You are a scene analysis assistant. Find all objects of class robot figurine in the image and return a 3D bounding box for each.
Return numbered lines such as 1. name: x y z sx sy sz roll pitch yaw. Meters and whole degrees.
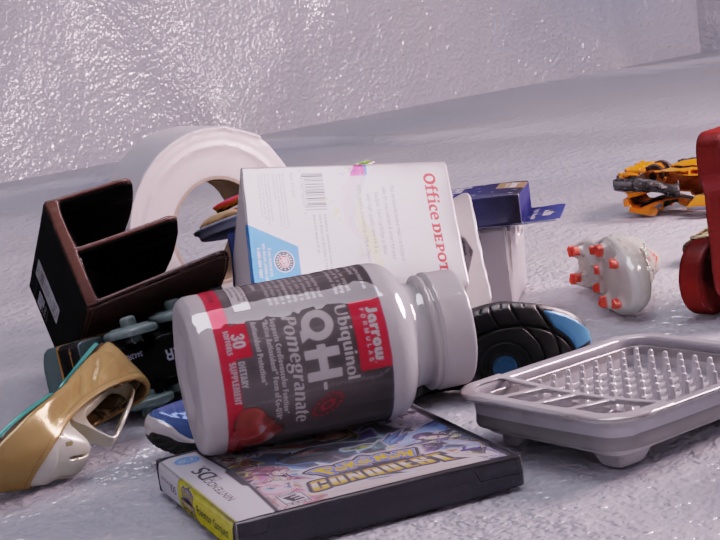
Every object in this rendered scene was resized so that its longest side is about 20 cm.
1. robot figurine: 0.394 -0.100 2.081 0.198 0.059 0.145 -1 12 30

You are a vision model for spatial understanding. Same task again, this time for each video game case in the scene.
1. video game case: -0.019 0.135 1.192 0.198 0.026 0.180 -12 11 -21

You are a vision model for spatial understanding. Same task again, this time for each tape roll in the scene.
1. tape roll: -0.156 -0.043 1.760 0.201 0.205 0.070 -14 12 -33

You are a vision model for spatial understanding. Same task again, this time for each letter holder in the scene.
1. letter holder: -0.203 -0.001 1.570 0.141 0.101 0.200 -20 -14 -20

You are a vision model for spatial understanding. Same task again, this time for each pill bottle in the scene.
1. pill bottle: -0.025 0.056 1.236 0.198 0.112 0.111 -11 11 -14

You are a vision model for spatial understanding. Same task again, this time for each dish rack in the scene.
1. dish rack: 0.187 0.089 1.243 0.198 0.044 0.171 -15 12 -37

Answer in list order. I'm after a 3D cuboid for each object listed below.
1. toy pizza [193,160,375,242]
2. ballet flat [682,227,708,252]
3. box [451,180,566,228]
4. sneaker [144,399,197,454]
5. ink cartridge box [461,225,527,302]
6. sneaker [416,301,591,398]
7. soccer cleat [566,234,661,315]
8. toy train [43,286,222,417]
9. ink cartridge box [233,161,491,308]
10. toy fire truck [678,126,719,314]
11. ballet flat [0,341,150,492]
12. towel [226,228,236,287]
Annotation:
1. toy pizza: -0.055 -0.066 1.587 0.198 0.032 0.200 -15 -2 -1
2. ballet flat: 0.411 -0.047 1.811 0.198 0.047 0.067 -12 10 -22
3. box: 0.087 -0.055 1.638 0.197 0.033 0.121 -6 8 10
4. sneaker: -0.065 0.090 1.324 0.198 0.078 0.076 -11 12 -11
5. ink cartridge box: 0.058 -0.005 1.732 0.197 0.085 0.145 -6 11 11
6. sneaker: 0.080 0.060 1.397 0.197 0.074 0.082 -6 9 3
7. soccer cleat: 0.246 -0.003 1.647 0.077 0.070 0.200 -5 7 -5
8. toy train: -0.173 0.071 1.510 0.113 0.086 0.199 -11 5 42
9. ink cartridge box: 0.000 0.000 1.464 0.197 0.130 0.126 -1 -35 -9
10. toy fire truck: 0.355 -0.054 1.551 0.111 0.170 0.199 2 14 39
11. ballet flat: -0.214 0.115 1.320 0.063 0.069 0.200 34 34 3
12. towel: -0.015 0.009 1.580 0.197 0.148 0.024 -8 39 -7
